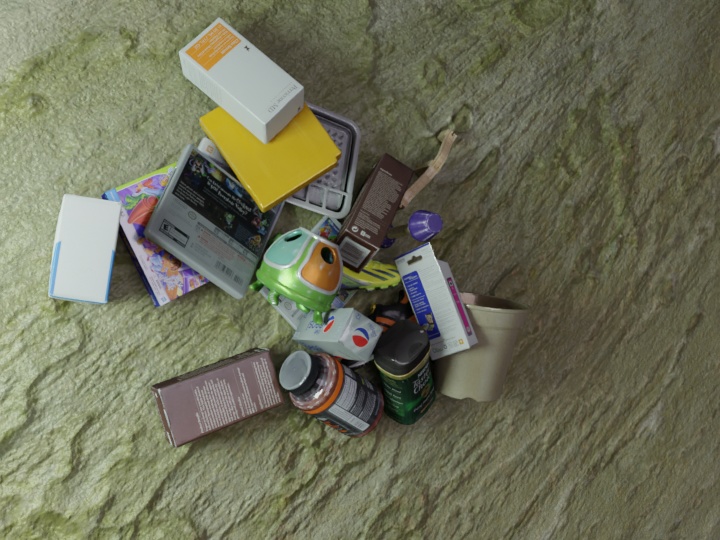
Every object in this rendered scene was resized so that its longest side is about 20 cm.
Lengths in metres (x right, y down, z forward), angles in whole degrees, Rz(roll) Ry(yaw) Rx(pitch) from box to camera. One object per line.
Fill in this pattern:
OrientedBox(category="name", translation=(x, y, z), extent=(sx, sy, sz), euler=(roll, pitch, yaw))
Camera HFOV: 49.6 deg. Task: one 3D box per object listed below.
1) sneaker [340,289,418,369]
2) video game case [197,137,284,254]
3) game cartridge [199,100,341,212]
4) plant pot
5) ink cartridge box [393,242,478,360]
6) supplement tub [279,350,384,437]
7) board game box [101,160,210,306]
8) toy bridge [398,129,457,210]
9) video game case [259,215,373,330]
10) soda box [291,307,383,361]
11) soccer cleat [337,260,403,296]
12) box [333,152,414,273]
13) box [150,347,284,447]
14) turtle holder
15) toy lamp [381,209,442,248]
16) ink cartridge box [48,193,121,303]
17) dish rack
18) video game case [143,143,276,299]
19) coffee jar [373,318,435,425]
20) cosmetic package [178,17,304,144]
OrientedBox(category="sneaker", translation=(0.030, 0.111, 1.468), extent=(0.199, 0.070, 0.091), euler=(-31, 86, -24))
OrientedBox(category="video game case", translation=(-0.237, -0.102, 1.366), extent=(0.181, 0.023, 0.202), euler=(28, 76, -22))
OrientedBox(category="game cartridge", translation=(-0.153, -0.225, 1.353), extent=(0.175, 0.032, 0.201), euler=(-33, 81, -15))
OrientedBox(category="plant pot", translation=(0.216, 0.146, 1.497), extent=(0.198, 0.200, 0.186), euler=(4, 97, -25))
OrientedBox(category="ink cartridge box", translation=(0.135, 0.055, 1.411), extent=(0.037, 0.094, 0.202), euler=(-19, 86, -47))
OrientedBox(category="supplement tub", translation=(-0.053, 0.211, 1.363), extent=(0.200, 0.106, 0.108), euler=(39, 71, -41))
OrientedBox(category="board game box", translation=(-0.319, -0.060, 1.286), extent=(0.134, 0.045, 0.202), euler=(-29, 100, -25))
OrientedBox(category="toy bridge", translation=(0.131, -0.198, 1.526), extent=(0.027, 0.067, 0.201), euler=(42, 70, -18))
OrientedBox(category="video game case", translation=(-0.076, 0.013, 1.441), extent=(0.143, 0.018, 0.200), euler=(48, 70, -16))
OrientedBox(category="soda box", translation=(-0.042, 0.108, 1.332), extent=(0.068, 0.199, 0.064), euler=(34, 73, -21))
OrientedBox(category="soccer cleat", translation=(0.000, 0.000, 1.434), extent=(0.198, 0.065, 0.085), euler=(-6, 88, -26))
OrientedBox(category="box", translation=(0.020, -0.104, 1.412), extent=(0.074, 0.100, 0.201), euler=(28, 56, -8))
OrientedBox(category="box", translation=(-0.239, 0.211, 1.314), extent=(0.198, 0.075, 0.101), euler=(-18, 96, -27))
OrientedBox(category="turtle holder", translation=(-0.100, -0.001, 1.325), extent=(0.140, 0.186, 0.133), euler=(25, 92, -8))
OrientedBox(category="toy lamp", translation=(0.086, -0.076, 1.423), extent=(0.058, 0.200, 0.059), euler=(2, 87, -26))
OrientedBox(category="ink cartridge box", translation=(-0.419, -0.026, 1.176), extent=(0.083, 0.200, 0.148), euler=(8, 84, -23))
OrientedBox(category="dish rack", translation=(-0.090, -0.200, 1.418), extent=(0.170, 0.043, 0.202), euler=(17, 70, -24))
OrientedBox(category="video game case", translation=(-0.242, -0.080, 1.291), extent=(0.200, 0.023, 0.183), euler=(38, 54, -31))
OrientedBox(category="coffee jar", translation=(0.082, 0.185, 1.418), extent=(0.104, 0.085, 0.201), euler=(-43, 144, -27))
OrientedBox(category="cosmetic package", translation=(-0.201, -0.322, 1.324), extent=(0.200, 0.071, 0.102), euler=(40, 71, 8))
